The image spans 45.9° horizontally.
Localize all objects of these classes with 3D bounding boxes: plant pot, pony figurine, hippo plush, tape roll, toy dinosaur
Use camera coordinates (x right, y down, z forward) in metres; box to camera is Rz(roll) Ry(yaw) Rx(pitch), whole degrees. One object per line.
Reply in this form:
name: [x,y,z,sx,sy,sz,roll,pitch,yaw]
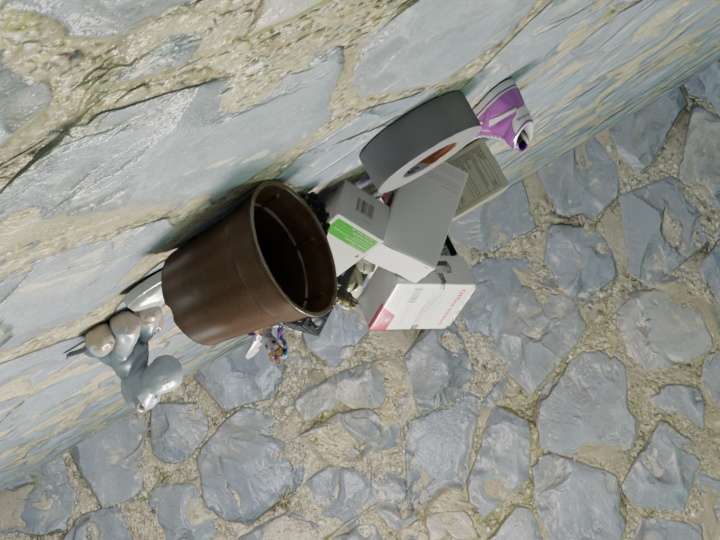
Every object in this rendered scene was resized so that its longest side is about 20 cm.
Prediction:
plant pot: [-0.168,0.005,1.223,0.196,0.203,0.200,-24,179,24]
pony figurine: [-0.223,0.123,1.950,0.165,0.202,0.193,-31,175,1]
hippo plush: [-0.405,0.169,1.500,0.198,0.163,0.159,-31,176,6]
tape roll: [0.097,-0.206,1.379,0.198,0.067,0.200,-30,175,-3]
toy dinosaur: [-0.093,0.057,1.575,0.198,0.090,0.047,23,168,-39]

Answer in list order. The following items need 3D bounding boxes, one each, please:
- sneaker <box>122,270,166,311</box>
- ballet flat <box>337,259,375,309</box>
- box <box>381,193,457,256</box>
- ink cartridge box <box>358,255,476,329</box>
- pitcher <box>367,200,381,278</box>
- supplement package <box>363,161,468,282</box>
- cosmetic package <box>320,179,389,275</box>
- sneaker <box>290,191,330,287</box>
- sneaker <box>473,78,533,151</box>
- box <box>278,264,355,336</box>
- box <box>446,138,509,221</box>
sneaker: [-0.270,0.045,1.366,0.198,0.117,0.074,-27,176,-26]
ballet flat: [0.000,0.000,1.708,0.071,0.072,0.202,-25,150,-49]
box: [0.123,-0.098,1.827,0.039,0.203,0.137,-24,174,-23]
ink cartridge box: [0.115,0.044,1.726,0.197,0.086,0.147,3,136,-30]
pitcher: [-0.002,-0.079,1.819,0.119,0.175,0.199,3,173,27]
supplement package: [0.102,-0.102,1.593,0.121,0.118,0.203,137,-25,-70]
cosmetic package: [-0.047,-0.065,1.550,0.199,0.106,0.086,-38,-148,46]
sneaker: [-0.099,-0.032,1.370,0.070,0.204,0.097,22,144,-30]
sneaker: [0.251,-0.255,1.553,0.072,0.116,0.200,-30,177,-14]
box: [-0.109,0.040,1.713,0.199,0.043,0.162,9,-113,58]
box: [0.218,-0.189,1.937,0.198,0.129,0.109,-30,176,-6]
